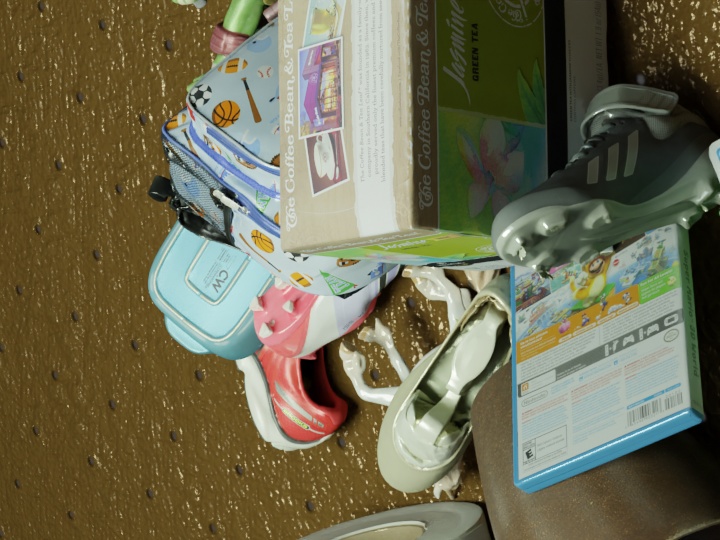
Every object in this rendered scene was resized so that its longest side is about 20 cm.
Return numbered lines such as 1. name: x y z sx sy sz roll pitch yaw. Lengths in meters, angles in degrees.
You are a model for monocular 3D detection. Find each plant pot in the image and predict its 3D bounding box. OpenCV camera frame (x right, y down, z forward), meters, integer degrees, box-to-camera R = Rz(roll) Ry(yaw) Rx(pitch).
1. plant pot: 0.160 0.155 1.285 0.201 0.185 0.188 58 138 35

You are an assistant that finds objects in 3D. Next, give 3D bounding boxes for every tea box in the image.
1. tea box: 0.056 -0.110 1.233 0.133 0.195 0.203 -8 81 48

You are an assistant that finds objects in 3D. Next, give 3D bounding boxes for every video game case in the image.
1. video game case: 0.159 0.035 1.236 0.142 0.018 0.202 -29 44 36

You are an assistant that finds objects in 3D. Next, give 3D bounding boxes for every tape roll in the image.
1. tape roll: 0.010 0.244 1.441 0.201 0.201 0.072 -11 95 47

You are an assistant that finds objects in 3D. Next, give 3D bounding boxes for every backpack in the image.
1. backpack: -0.030 -0.085 1.360 0.190 0.200 0.154 42 163 17

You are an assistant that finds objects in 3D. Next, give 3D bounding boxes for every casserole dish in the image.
1. casserole dish: -0.099 -0.020 1.514 0.121 0.039 0.201 37 102 15

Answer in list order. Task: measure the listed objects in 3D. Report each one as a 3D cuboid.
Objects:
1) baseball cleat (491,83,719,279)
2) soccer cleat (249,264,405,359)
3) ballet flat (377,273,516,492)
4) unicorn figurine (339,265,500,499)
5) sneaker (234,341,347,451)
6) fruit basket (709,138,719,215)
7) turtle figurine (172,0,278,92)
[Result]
1. baseball cleat: 0.149 -0.061 1.187 0.107 0.198 0.070 59 143 26
2. soccer cleat: 0.000 0.000 1.459 0.200 0.076 0.067 -39 51 20
3. ballet flat: 0.065 0.089 1.356 0.069 0.069 0.201 42 115 28
4. unicorn figurine: 0.056 0.082 1.423 0.137 0.074 0.200 45 127 11
5. sneaker: -0.064 0.048 1.559 0.084 0.077 0.202 -24 87 29
6. fruit basket: 0.317 -0.035 1.100 0.199 0.093 0.187 -33 80 44
7. turtle figurine: -0.109 -0.239 1.441 0.145 0.198 0.195 -105 22 -52
